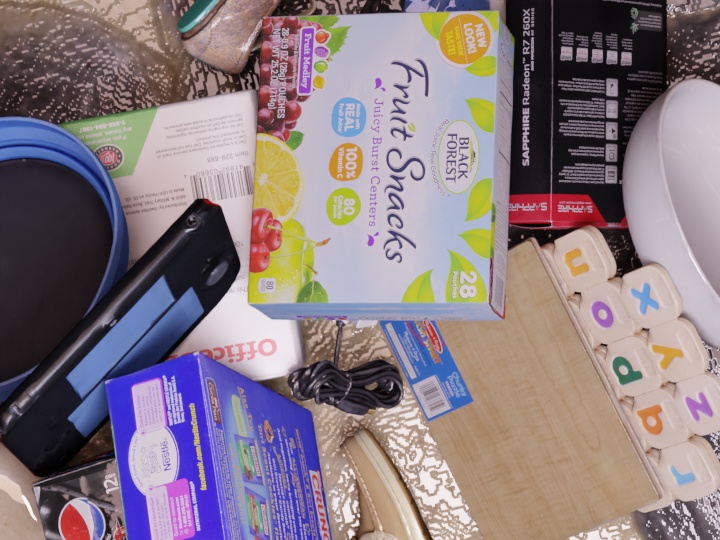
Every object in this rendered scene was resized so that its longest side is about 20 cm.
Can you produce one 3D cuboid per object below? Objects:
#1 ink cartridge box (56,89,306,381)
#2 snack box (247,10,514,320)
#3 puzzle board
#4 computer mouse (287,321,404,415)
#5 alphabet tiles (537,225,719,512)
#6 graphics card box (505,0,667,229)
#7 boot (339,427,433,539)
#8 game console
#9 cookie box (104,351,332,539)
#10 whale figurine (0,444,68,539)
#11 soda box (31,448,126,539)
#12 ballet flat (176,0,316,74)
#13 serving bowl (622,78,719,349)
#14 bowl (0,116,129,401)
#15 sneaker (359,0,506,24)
[{"bbox_3d":[-0.125,-0.016,1.670,0.145,0.084,0.202,-9,90,1],"label":"ink cartridge box"},{"bbox_3d":[0.015,-0.069,1.587,0.167,0.068,0.202,1,79,14],"label":"snack box"},{"bbox_3d":[0.111,0.094,1.666,0.150,0.017,0.201,-28,89,36],"label":"puzzle board"},{"bbox_3d":[0.000,0.000,1.656,0.044,0.109,0.202,-6,75,38],"label":"computer mouse"},{"bbox_3d":[0.177,0.069,1.628,0.015,0.195,0.201,-27,90,-33],"label":"alphabet tiles"},{"bbox_3d":[0.158,-0.129,1.651,0.125,0.051,0.202,-1,92,-42],"label":"graphics card box"},{"bbox_3d":[-0.017,0.228,1.679,0.154,0.073,0.201,-21,93,2],"label":"boot"},{"bbox_3d":[-0.154,0.047,1.531,0.031,0.177,0.200,41,81,7],"label":"game console"},{"bbox_3d":[-0.086,0.163,1.571,0.075,0.200,0.172,-16,70,17],"label":"cookie box"},{"bbox_3d":[-0.272,0.197,1.680,0.158,0.104,0.201,22,115,1],"label":"whale figurine"},{"bbox_3d":[-0.164,0.159,1.612,0.063,0.200,0.071,-15,89,7],"label":"soda box"},{"bbox_3d":[-0.046,-0.222,1.687,0.067,0.068,0.200,41,96,-19],"label":"ballet flat"},{"bbox_3d":[0.241,-0.028,1.631,0.066,0.200,0.201,-26,90,35],"label":"serving bowl"},{"bbox_3d":[-0.245,-0.005,1.575,0.199,0.039,0.202,-8,65,17],"label":"bowl"},{"bbox_3d":[0.053,-0.152,1.673,0.110,0.077,0.202,-4,93,3],"label":"sneaker"}]
